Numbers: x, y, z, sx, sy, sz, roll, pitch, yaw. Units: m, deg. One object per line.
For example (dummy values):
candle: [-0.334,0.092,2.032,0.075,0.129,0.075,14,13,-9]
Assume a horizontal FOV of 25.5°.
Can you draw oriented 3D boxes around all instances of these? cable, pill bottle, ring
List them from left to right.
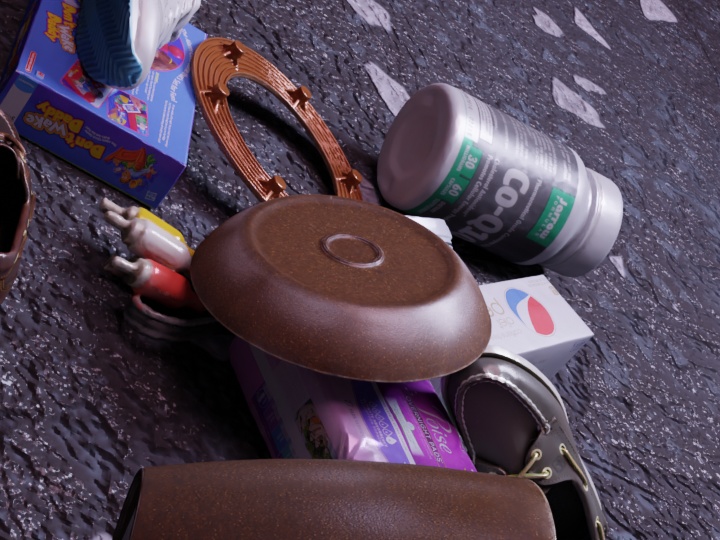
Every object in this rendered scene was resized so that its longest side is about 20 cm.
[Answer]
cable: [-0.087,0.019,1.047,0.199,0.050,0.097,22,30,-29]
ring: [-0.057,-0.102,1.241,0.200,0.019,0.201,42,26,-26]
pill bottle: [0.123,-0.072,1.367,0.199,0.113,0.114,23,33,-29]

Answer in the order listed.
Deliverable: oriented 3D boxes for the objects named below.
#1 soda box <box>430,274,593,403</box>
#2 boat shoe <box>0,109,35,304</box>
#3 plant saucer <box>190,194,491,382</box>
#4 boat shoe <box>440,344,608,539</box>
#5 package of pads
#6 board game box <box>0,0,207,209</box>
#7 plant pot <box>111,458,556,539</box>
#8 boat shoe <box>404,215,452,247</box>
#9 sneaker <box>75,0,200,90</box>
soda box: [0.093,0.055,1.205,0.068,0.064,0.199,52,30,20]
boat shoe: [-0.226,-0.048,0.957,0.070,0.070,0.201,22,32,-28]
plant saucer: [-0.008,0.001,1.016,0.199,0.037,0.201,10,28,-6]
boat shoe: [0.113,0.132,1.051,0.202,0.072,0.061,58,16,-34]
package of pads: [0.006,0.114,1.003,0.120,0.076,0.201,10,41,-42]
board game box: [-0.187,-0.146,1.166,0.134,0.045,0.201,30,30,-19]
plant pot: [-0.029,0.171,0.801,0.198,0.188,0.188,17,33,-12]
boat shoe: [0.000,0.000,1.159,0.199,0.072,0.071,-4,71,-40]
sneaker: [-0.155,-0.194,1.147,0.080,0.077,0.201,27,33,-27]
